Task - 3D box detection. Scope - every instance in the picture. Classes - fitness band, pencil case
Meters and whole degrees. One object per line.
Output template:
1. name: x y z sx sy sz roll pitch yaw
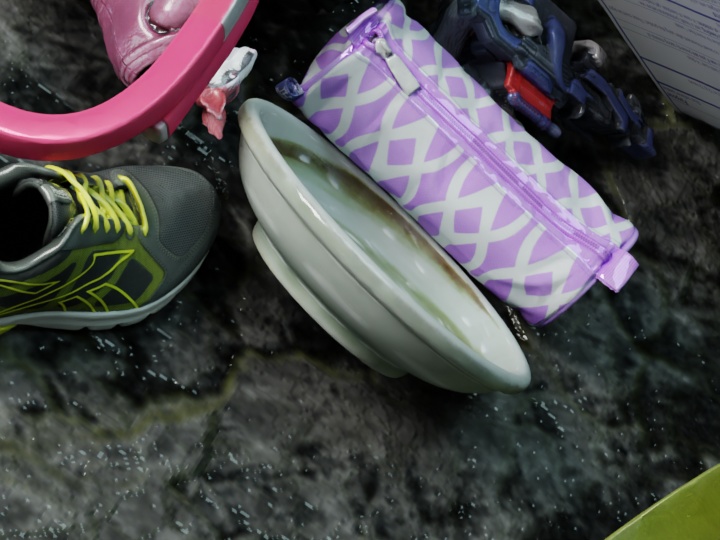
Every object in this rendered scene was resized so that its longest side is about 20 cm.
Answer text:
1. fitness band: -0.127 -0.137 1.237 0.144 0.037 0.200 26 66 13
2. pencil case: 0.055 -0.059 1.356 0.200 0.085 0.084 42 63 -8

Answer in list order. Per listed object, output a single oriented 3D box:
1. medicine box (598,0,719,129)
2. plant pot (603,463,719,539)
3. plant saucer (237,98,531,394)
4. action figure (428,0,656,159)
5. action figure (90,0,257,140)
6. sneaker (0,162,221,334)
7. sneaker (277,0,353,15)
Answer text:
1. medicine box: 0.214 -0.162 1.420 0.103 0.182 0.200 -45 123 -7
2. plant pot: 0.195 0.206 1.210 0.200 0.200 0.193 -36 92 -44
3. plant saucer: 0.000 0.000 1.288 0.200 0.050 0.200 43 10 -10
4. action figure: 0.085 -0.127 1.471 0.200 0.105 0.194 42 42 -42
5. action figure: -0.115 -0.154 1.307 0.149 0.134 0.200 -4 55 -35
6. sneaker: -0.138 -0.014 1.220 0.200 0.085 0.075 -20 71 -39
7. sneaker: -0.012 -0.182 1.376 0.111 0.200 0.077 32 79 -48
